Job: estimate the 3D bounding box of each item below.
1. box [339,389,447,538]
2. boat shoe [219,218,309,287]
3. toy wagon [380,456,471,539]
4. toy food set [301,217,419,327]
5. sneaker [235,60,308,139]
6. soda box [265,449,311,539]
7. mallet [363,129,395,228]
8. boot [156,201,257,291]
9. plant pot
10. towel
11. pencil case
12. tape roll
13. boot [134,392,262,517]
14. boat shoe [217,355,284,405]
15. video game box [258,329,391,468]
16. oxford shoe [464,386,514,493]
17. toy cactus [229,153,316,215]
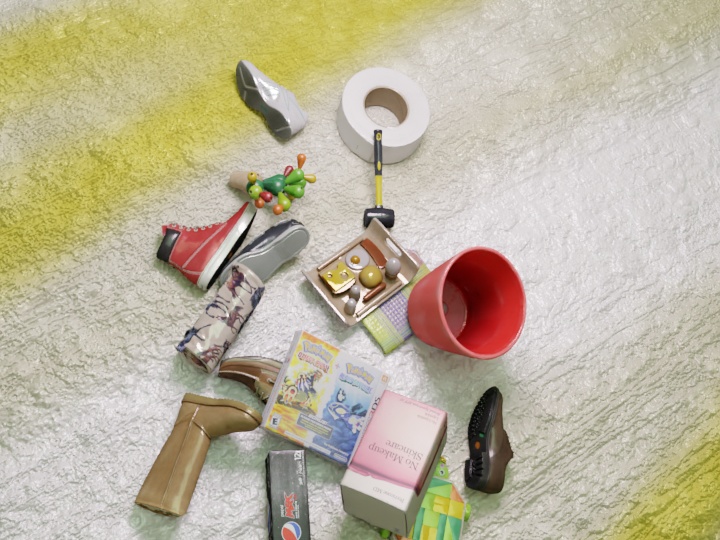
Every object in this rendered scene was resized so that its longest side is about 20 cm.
[{"bbox_3d":[0.061,0.333,1.464,0.125,0.110,0.202,17,54,17],"label":"box"},{"bbox_3d":[-0.190,-0.030,1.626,0.197,0.077,0.060,-29,37,-15],"label":"boat shoe"},{"bbox_3d":[0.123,0.424,1.506,0.152,0.040,0.204,17,63,-6],"label":"toy wagon"},{"bbox_3d":[0.000,0.000,1.638,0.198,0.061,0.144,-35,71,-25],"label":"toy food set"},{"bbox_3d":[-0.190,-0.367,1.783,0.080,0.071,0.201,-33,79,-40],"label":"sneaker"},{"bbox_3d":[-0.124,0.414,1.435,0.069,0.064,0.204,0,65,-13],"label":"soda box"},{"bbox_3d":[0.028,-0.186,1.729,0.064,0.041,0.205,-7,89,-12],"label":"mallet"},{"bbox_3d":[-0.298,-0.080,1.617,0.143,0.073,0.202,33,66,4],"label":"boot"},{"bbox_3d":[0.188,0.068,1.588,0.196,0.177,0.206,4,81,-24],"label":"plant pot"},{"bbox_3d":[0.082,0.059,1.674,0.199,0.023,0.144,-36,79,-25],"label":"towel"},{"bbox_3d":[-0.253,0.083,1.529,0.088,0.078,0.202,29,72,12],"label":"pencil case"},{"bbox_3d":[0.048,-0.335,1.818,0.197,0.071,0.207,6,65,-12],"label":"tape roll"},{"bbox_3d":[-0.269,0.319,1.420,0.171,0.066,0.203,3,57,28],"label":"boot"},{"bbox_3d":[-0.160,0.203,1.518,0.195,0.076,0.076,10,69,-10],"label":"boat shoe"},{"bbox_3d":[-0.060,0.232,1.498,0.197,0.047,0.186,28,70,-20],"label":"video game box"},{"bbox_3d":[0.248,0.320,1.578,0.083,0.072,0.204,22,63,-22],"label":"oxford shoe"},{"bbox_3d":[-0.186,-0.176,1.659,0.162,0.105,0.200,12,28,22],"label":"toy cactus"}]
